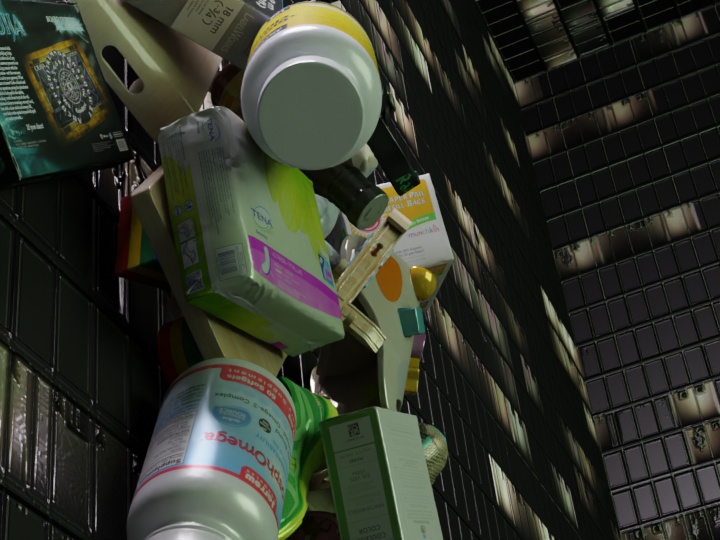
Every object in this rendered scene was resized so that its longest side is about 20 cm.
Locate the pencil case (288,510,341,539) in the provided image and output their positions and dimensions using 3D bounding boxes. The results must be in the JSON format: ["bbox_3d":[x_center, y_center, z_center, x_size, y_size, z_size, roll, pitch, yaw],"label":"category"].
[{"bbox_3d":[-0.011,0.272,1.247,0.200,0.082,0.088,43,49,-60],"label":"pencil case"}]

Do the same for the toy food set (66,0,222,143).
[{"bbox_3d":[-0.199,-0.213,1.244,0.144,0.060,0.201,52,20,-22],"label":"toy food set"}]

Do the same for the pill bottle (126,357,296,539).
[{"bbox_3d":[-0.108,0.162,0.992,0.201,0.107,0.110,-84,151,-57],"label":"pill bottle"}]

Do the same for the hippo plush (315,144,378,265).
[{"bbox_3d":[-0.087,-0.059,1.348,0.162,0.157,0.201,-62,176,-47],"label":"hippo plush"}]

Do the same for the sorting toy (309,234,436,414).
[{"bbox_3d":[0.015,0.104,1.335,0.182,0.105,0.202,-90,-170,-45],"label":"sorting toy"}]

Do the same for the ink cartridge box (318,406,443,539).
[{"bbox_3d":[0.027,0.223,1.168,0.104,0.059,0.203,25,50,-66],"label":"ink cartridge box"}]

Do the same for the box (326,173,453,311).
[{"bbox_3d":[0.028,-0.018,1.546,0.200,0.111,0.103,108,-32,-72],"label":"box"}]

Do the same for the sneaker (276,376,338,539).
[{"bbox_3d":[-0.082,0.169,1.158,0.083,0.074,0.201,40,35,-14],"label":"sneaker"}]

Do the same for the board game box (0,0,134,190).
[{"bbox_3d":[-0.242,-0.136,1.029,0.200,0.028,0.137,-31,102,-74],"label":"board game box"}]

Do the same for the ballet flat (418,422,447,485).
[{"bbox_3d":[0.024,0.228,1.358,0.068,0.201,0.075,39,44,13],"label":"ballet flat"}]

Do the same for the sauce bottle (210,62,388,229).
[{"bbox_3d":[-0.055,-0.115,1.250,0.200,0.066,0.066,44,4,25],"label":"sauce bottle"}]

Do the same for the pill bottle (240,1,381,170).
[{"bbox_3d":[-0.039,-0.145,1.094,0.200,0.111,0.113,-95,162,-71],"label":"pill bottle"}]

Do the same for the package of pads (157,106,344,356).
[{"bbox_3d":[-0.085,-0.030,1.115,0.200,0.067,0.157,37,37,-64],"label":"package of pads"}]

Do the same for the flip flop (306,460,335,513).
[{"bbox_3d":[-0.047,0.173,1.287,0.201,0.057,0.082,56,21,-43],"label":"flip flop"}]

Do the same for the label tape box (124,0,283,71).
[{"bbox_3d":[-0.113,-0.250,1.234,0.198,0.063,0.145,28,32,-24],"label":"label tape box"}]

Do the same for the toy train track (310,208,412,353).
[{"bbox_3d":[0.000,0.000,1.269,0.114,0.033,0.200,39,46,-1],"label":"toy train track"}]

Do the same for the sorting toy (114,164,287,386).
[{"bbox_3d":[-0.136,0.005,1.155,0.199,0.069,0.202,-65,135,-68],"label":"sorting toy"}]

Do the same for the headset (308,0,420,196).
[{"bbox_3d":[0.005,-0.167,1.268,0.201,0.093,0.123,58,4,9],"label":"headset"}]
